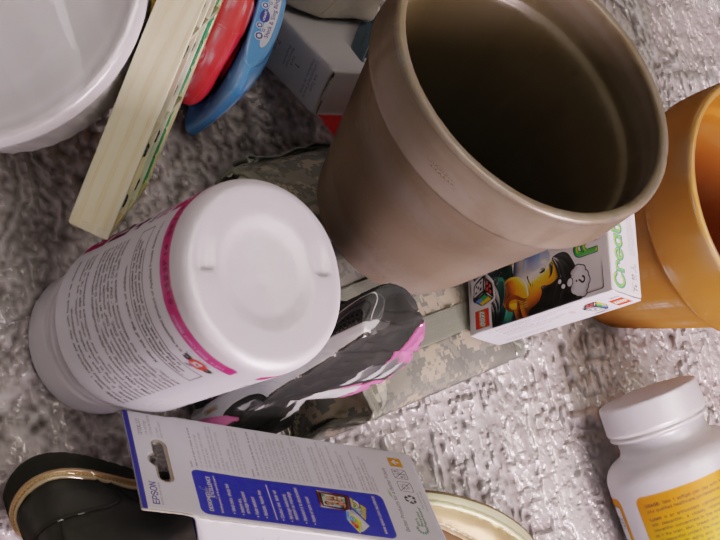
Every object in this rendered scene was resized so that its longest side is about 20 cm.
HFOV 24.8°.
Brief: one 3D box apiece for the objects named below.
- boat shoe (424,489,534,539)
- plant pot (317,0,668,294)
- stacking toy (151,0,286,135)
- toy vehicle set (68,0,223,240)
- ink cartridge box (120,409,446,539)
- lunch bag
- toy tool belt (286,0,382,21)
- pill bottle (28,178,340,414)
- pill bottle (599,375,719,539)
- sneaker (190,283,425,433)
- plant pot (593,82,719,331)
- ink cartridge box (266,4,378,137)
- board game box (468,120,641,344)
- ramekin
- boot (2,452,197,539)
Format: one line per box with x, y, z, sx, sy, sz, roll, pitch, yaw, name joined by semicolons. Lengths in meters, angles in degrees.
0.094;0.222;1.177;0.200;0.074;0.067;34;52;-27;boat shoe
0.063;-0.074;1.029;0.199;0.174;0.201;18;51;-25;plant pot
-0.158;-0.187;1.091;0.199;0.110;0.117;23;65;-20;stacking toy
-0.118;-0.127;0.997;0.026;0.201;0.124;24;18;-4;toy vehicle set
-0.049;0.137;0.992;0.199;0.037;0.095;14;27;-24;ink cartridge box
0.000;0.000;1.142;0.164;0.117;0.201;-17;82;-44;lunch bag
-0.016;-0.290;1.185;0.124;0.123;0.201;-4;67;-43;toy tool belt
-0.113;0.024;0.983;0.113;0.200;0.114;13;68;-36;pill bottle
0.262;0.191;1.300;0.111;0.111;0.201;-21;90;-41;pill bottle
-0.050;0.044;1.037;0.080;0.200;0.087;5;64;-49;sneaker
0.266;-0.033;1.324;0.199;0.183;0.201;13;68;-35;plant pot
0.047;-0.128;1.204;0.199;0.045;0.176;-4;41;-40;ink cartridge box
0.125;-0.061;1.111;0.035;0.126;0.201;15;64;-40;board game box
-0.215;-0.161;0.972;0.201;0.094;0.204;-1;82;6;ramekin
-0.105;0.182;0.979;0.199;0.138;0.078;6;116;-28;boot
